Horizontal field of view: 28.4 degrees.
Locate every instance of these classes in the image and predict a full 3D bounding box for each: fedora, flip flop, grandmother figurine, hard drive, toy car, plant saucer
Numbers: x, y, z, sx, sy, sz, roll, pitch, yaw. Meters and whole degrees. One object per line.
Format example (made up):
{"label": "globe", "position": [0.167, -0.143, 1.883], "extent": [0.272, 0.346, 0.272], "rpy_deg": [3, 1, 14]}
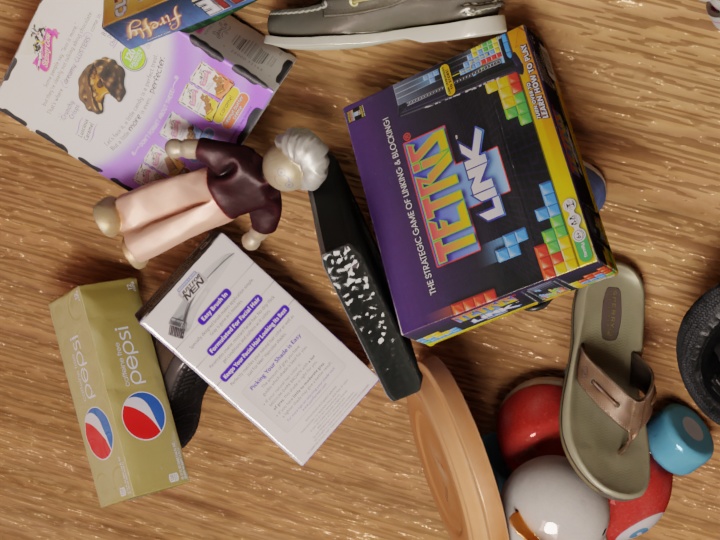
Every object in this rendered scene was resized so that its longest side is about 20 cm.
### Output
{"label": "fedora", "position": [0.359, 0.051, 1.149], "extent": [0.200, 0.092, 0.201], "rpy_deg": [8, 124, 12]}
{"label": "flip flop", "position": [0.213, 0.089, 1.175], "extent": [0.081, 0.200, 0.058], "rpy_deg": [7, 171, -19]}
{"label": "grandmother figurine", "position": [-0.112, -0.061, 1.158], "extent": [0.200, 0.061, 0.121], "rpy_deg": [-22, 136, 22]}
{"label": "hard drive", "position": [0.000, 0.000, 1.159], "extent": [0.033, 0.200, 0.140], "rpy_deg": [-24, 115, 4]}
{"label": "toy car", "position": [0.186, 0.204, 1.236], "extent": [0.177, 0.200, 0.184], "rpy_deg": [38, 125, -9]}
{"label": "plant saucer", "position": [0.082, 0.175, 1.256], "extent": [0.032, 0.200, 0.201], "rpy_deg": [-18, 120, -7]}

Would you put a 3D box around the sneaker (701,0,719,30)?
{"label": "sneaker", "position": [0.270, -0.207, 1.013], "extent": [0.200, 0.081, 0.088], "rpy_deg": [20, 124, 4]}

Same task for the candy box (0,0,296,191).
{"label": "candy box", "position": [-0.183, -0.159, 1.187], "extent": [0.200, 0.072, 0.168], "rpy_deg": [33, 126, -7]}

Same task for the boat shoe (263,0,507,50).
{"label": "boat shoe", "position": [0.016, -0.205, 1.101], "extent": [0.201, 0.072, 0.060], "rpy_deg": [0, 101, 26]}

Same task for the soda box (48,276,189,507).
{"label": "soda box", "position": [-0.224, 0.111, 1.314], "extent": [0.068, 0.064, 0.200], "rpy_deg": [-25, 79, 49]}

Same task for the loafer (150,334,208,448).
{"label": "loafer", "position": [-0.195, 0.121, 1.389], "extent": [0.071, 0.073, 0.200], "rpy_deg": [48, 130, 24]}

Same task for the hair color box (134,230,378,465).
{"label": "hair color box", "position": [-0.094, 0.069, 1.287], "extent": [0.200, 0.065, 0.109], "rpy_deg": [44, 84, -14]}

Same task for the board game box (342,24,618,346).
{"label": "board game box", "position": [0.089, -0.064, 1.096], "extent": [0.165, 0.057, 0.200], "rpy_deg": [-23, 69, 21]}

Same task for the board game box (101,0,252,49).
{"label": "board game box", "position": [-0.121, -0.270, 1.027], "extent": [0.135, 0.200, 0.035], "rpy_deg": [-16, 151, 26]}

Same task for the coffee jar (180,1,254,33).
{"label": "coffee jar", "position": [-0.071, -0.259, 1.066], "extent": [0.200, 0.104, 0.085], "rpy_deg": [-16, 153, 26]}

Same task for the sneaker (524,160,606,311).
{"label": "sneaker", "position": [0.110, -0.008, 1.171], "extent": [0.199, 0.115, 0.081], "rpy_deg": [-36, 106, 32]}
